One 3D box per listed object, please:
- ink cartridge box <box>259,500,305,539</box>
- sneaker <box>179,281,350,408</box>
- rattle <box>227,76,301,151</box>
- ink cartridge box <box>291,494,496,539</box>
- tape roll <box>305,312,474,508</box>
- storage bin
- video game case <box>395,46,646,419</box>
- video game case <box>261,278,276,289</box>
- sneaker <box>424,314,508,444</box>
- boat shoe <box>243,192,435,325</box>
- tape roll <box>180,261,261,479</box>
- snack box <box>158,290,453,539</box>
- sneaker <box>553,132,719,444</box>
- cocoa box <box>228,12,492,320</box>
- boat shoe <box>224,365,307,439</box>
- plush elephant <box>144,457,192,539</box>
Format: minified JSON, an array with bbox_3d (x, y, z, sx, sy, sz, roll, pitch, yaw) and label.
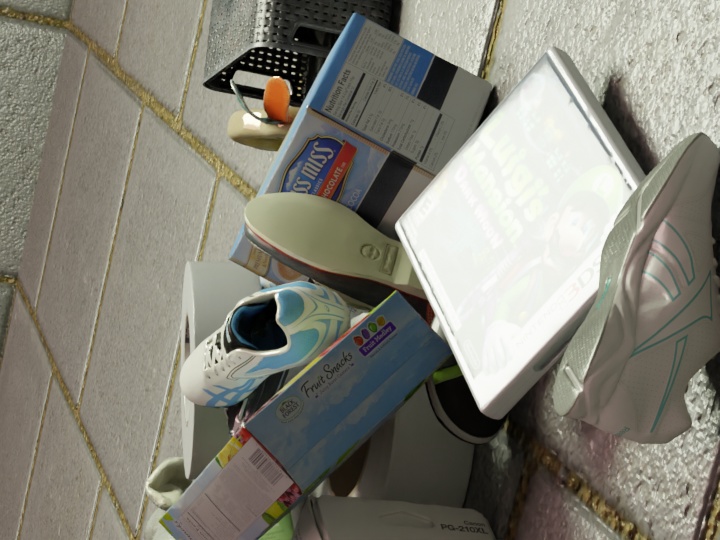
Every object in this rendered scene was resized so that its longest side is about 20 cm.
[{"bbox_3d":[-0.069,0.202,1.539,0.104,0.059,0.201,18,-120,-72],"label":"ink cartridge box"},{"bbox_3d":[-0.088,0.054,1.391,0.200,0.072,0.072,-28,50,48],"label":"sneaker"},{"bbox_3d":[-0.077,-0.094,1.690,0.200,0.129,0.144,39,-107,-88],"label":"rattle"},{"bbox_3d":[0.007,0.271,1.319,0.085,0.144,0.201,-114,38,-54],"label":"ink cartridge box"},{"bbox_3d":[0.021,0.137,1.454,0.202,0.070,0.204,-170,90,-71],"label":"tape roll"},{"bbox_3d":[-0.062,-0.228,1.746,0.200,0.134,0.094,165,112,-68],"label":"storage bin"},{"bbox_3d":[0.112,-0.029,1.232,0.182,0.023,0.201,-48,39,22],"label":"video game case"},{"bbox_3d":[-0.095,0.088,1.798,0.182,0.045,0.201,-109,27,-56],"label":"video game case"},{"bbox_3d":[0.098,0.027,1.289,0.083,0.071,0.202,-169,88,-69],"label":"sneaker"},{"bbox_3d":[0.000,0.000,1.401,0.063,0.199,0.071,108,-177,-48],"label":"boat shoe"},{"bbox_3d":[-0.129,0.092,1.676,0.200,0.066,0.202,179,90,-81],"label":"tape roll"},{"bbox_3d":[-0.042,0.121,1.299,0.169,0.068,0.200,-40,-7,-35],"label":"snack box"},{"bbox_3d":[0.182,0.012,1.082,0.201,0.080,0.070,-67,7,-20],"label":"sneaker"},{"bbox_3d":[-0.003,-0.079,1.473,0.200,0.131,0.134,-58,6,46],"label":"cocoa box"},{"bbox_3d":[-0.077,0.114,1.461,0.067,0.072,0.201,23,94,26],"label":"boat shoe"},{"bbox_3d":[-0.156,0.275,1.766,0.155,0.198,0.166,-82,1,-70],"label":"plush elephant"}]
